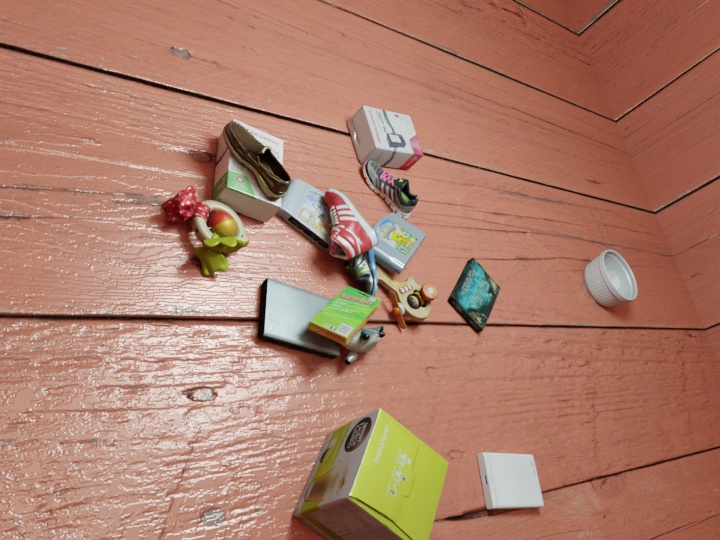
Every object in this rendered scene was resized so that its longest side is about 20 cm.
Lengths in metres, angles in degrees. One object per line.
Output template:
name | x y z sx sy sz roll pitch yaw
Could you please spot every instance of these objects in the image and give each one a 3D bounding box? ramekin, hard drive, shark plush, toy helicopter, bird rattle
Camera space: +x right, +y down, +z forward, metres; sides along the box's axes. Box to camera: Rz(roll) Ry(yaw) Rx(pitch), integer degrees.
ramekin | 0.916 0.037 2.335 0.197 0.105 0.204 20 54 -30
hard drive | 0.388 0.543 1.635 0.197 0.027 0.135 14 57 -35
shark plush | 0.009 0.141 1.495 0.083 0.092 0.198 44 34 21
toy helicopter | 0.097 0.061 1.654 0.198 0.079 0.133 36 55 -4
hard drive | -0.135 0.111 1.436 0.197 0.033 0.142 20 53 -31
bird rattle | -0.326 -0.094 1.375 0.201 0.113 0.162 51 31 14

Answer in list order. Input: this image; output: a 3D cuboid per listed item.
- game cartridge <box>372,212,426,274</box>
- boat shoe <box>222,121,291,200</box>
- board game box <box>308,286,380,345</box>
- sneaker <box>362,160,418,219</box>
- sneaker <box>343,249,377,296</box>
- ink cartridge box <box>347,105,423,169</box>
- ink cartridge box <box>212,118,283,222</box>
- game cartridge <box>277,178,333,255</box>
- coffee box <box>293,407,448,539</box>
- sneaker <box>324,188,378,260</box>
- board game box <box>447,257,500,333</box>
game cartridge | 0.090 -0.080 1.711 0.132 0.041 0.200 30 40 7
boat shoe | -0.225 -0.261 1.426 0.203 0.075 0.075 50 44 -5
board game box | -0.031 0.098 1.447 0.094 0.031 0.200 22 32 16
sneaker | 0.092 -0.244 1.803 0.200 0.087 0.074 48 44 -7
sneaker | 0.000 0.000 1.598 0.081 0.071 0.204 -8 81 -4
ink cartridge box | 0.074 -0.391 1.877 0.197 0.084 0.148 0 65 -41
ink cartridge box | -0.262 -0.236 1.494 0.144 0.084 0.204 18 56 -32
game cartridge | -0.112 -0.139 1.603 0.199 0.041 0.135 36 51 -19
coffee box | 0.025 0.435 1.262 0.199 0.197 0.201 40 45 -14
sneaker | -0.056 -0.112 1.560 0.111 0.072 0.201 -31 64 -21
board game box | 0.340 0.070 1.873 0.135 0.028 0.201 45 45 -9
